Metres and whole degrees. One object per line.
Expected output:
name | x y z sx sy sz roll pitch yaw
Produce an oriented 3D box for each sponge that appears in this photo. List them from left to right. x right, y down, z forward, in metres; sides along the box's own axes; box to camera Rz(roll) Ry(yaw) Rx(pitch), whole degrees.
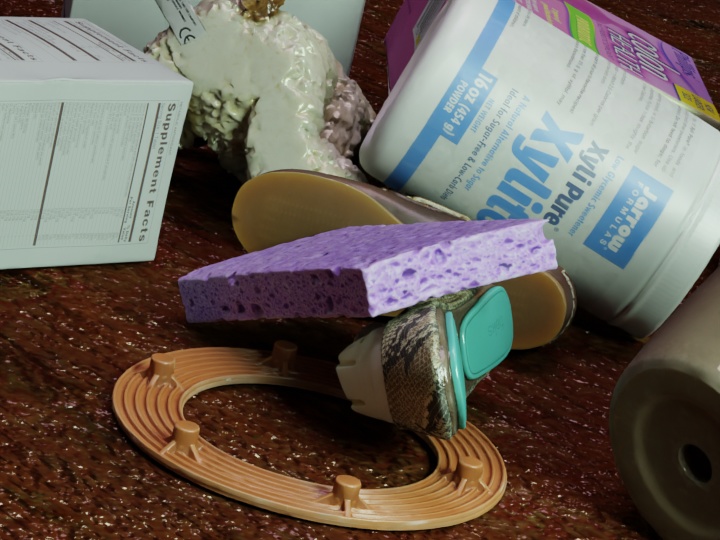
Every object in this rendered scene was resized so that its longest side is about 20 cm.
sponge | 0.000 0.000 1.455 0.111 0.030 0.200 -16 7 -30

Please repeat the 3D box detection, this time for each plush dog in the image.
plush dog | -0.058 -0.104 1.736 0.199 0.161 0.172 18 -4 16

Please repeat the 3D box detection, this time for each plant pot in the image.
plant pot | 0.216 0.061 1.385 0.174 0.201 0.200 -27 40 -35

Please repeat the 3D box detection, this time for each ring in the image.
ring | -0.023 0.076 1.395 0.199 0.019 0.201 12 19 -4

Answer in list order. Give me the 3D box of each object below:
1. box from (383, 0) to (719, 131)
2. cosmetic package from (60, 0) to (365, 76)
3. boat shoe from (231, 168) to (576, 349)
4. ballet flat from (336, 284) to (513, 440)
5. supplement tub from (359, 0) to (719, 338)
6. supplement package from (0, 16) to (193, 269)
box | 0.125 -0.126 1.886 0.199 0.097 0.176 28 16 -9
cosmetic package | -0.094 -0.225 1.940 0.198 0.201 0.123 11 18 -9
boat shoe | 0.026 -0.006 1.596 0.199 0.071 0.070 23 15 6
ballet flat | 0.028 0.044 1.415 0.075 0.068 0.200 -6 9 11
supplement tub | 0.112 -0.065 1.641 0.199 0.132 0.132 31 18 -3
supplement package | -0.209 -0.070 1.544 0.199 0.114 0.109 -3 25 -43
